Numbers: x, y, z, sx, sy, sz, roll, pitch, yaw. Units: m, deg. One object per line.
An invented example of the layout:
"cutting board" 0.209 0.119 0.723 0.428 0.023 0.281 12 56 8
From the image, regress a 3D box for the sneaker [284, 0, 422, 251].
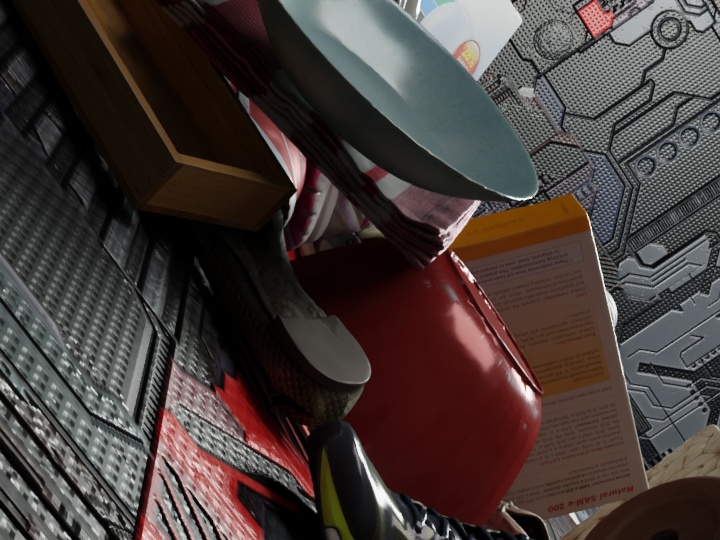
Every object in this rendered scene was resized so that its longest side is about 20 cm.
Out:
"sneaker" -0.002 -0.108 1.019 0.088 0.201 0.081 -3 34 -43

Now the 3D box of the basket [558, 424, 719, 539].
"basket" 0.246 0.233 1.206 0.136 0.199 0.124 50 4 -37

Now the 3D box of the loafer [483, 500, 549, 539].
"loafer" 0.093 0.175 0.959 0.072 0.063 0.200 55 7 -3

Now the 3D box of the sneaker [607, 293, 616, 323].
"sneaker" 0.089 0.024 1.213 0.198 0.072 0.112 17 20 14

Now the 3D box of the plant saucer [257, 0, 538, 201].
"plant saucer" 0.010 -0.098 0.849 0.200 0.039 0.202 37 21 -17

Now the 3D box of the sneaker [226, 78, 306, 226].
"sneaker" -0.094 -0.114 0.946 0.201 0.071 0.112 63 10 -6

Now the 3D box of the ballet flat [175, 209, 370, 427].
"ballet flat" -0.056 0.005 0.817 0.067 0.047 0.201 4 38 -40

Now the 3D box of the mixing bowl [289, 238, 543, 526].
"mixing bowl" 0.032 0.058 0.893 0.201 0.108 0.200 56 6 -10

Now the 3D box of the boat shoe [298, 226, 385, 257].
"boat shoe" 0.000 0.000 1.099 0.072 0.065 0.200 53 7 -13

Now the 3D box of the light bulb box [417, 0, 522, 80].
"light bulb box" -0.014 -0.174 1.132 0.124 0.201 0.198 35 -5 32

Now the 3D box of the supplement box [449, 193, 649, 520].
"supplement box" 0.110 0.063 1.085 0.074 0.125 0.202 -97 173 -77

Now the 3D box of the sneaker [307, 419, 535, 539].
"sneaker" 0.045 0.137 0.728 0.201 0.081 0.074 53 7 -24

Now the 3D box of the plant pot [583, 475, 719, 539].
"plant pot" 0.198 0.216 0.888 0.176 0.199 0.200 58 6 -18

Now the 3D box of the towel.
"towel" -0.014 -0.094 0.881 0.200 0.023 0.144 45 21 -1

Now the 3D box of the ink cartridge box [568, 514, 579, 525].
"ink cartridge box" 0.097 0.119 1.313 0.201 0.057 0.163 57 5 -31

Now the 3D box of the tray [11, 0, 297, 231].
"tray" -0.118 -0.110 0.801 0.098 0.037 0.201 10 42 -58
